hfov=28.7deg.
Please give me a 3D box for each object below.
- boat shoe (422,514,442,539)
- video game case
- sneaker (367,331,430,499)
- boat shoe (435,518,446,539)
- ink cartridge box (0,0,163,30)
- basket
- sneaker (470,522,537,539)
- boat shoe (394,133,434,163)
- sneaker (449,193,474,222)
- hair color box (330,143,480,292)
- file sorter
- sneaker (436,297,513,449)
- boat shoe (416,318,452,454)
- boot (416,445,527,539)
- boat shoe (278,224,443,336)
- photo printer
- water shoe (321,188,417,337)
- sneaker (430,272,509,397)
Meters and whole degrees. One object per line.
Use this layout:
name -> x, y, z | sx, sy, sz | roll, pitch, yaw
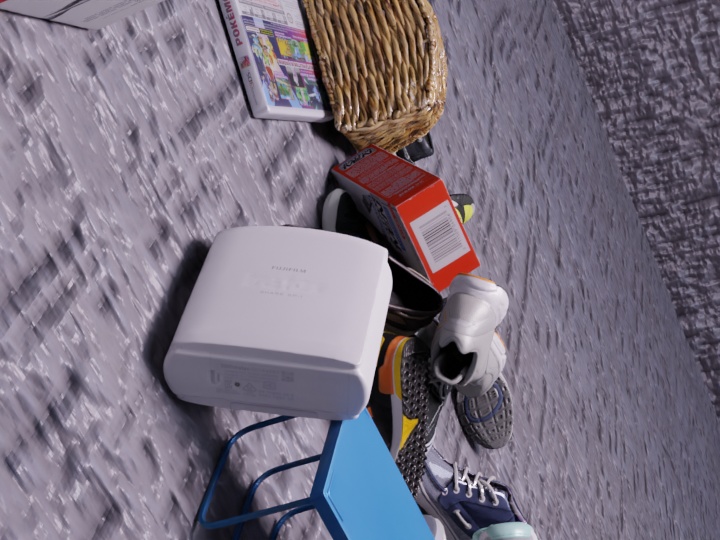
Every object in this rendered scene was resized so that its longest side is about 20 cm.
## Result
boat shoe -> 0.045, 0.324, 1.329 | 0.087, 0.074, 0.202 | 65, 25, -24
video game case -> -0.095, -0.251, 1.515 | 0.200, 0.023, 0.184 | -12, 85, -71
sneaker -> 0.015, 0.157, 1.402 | 0.070, 0.089, 0.202 | -14, 112, -58
boat shoe -> 0.085, 0.339, 1.431 | 0.075, 0.068, 0.201 | 51, 29, -43
ink cartridge box -> -0.237, -0.273, 1.063 | 0.200, 0.083, 0.146 | -7, 79, -69
basket -> 0.029, -0.249, 1.631 | 0.149, 0.141, 0.202 | 38, 36, -74
sneaker -> 0.149, 0.359, 1.460 | 0.201, 0.077, 0.141 | 97, -12, -51
boat shoe -> 0.059, -0.225, 1.842 | 0.076, 0.060, 0.202 | 37, 41, -58
sneaker -> 0.089, -0.054, 1.781 | 0.200, 0.075, 0.077 | -18, 98, -60
hair color box -> 0.046, -0.060, 1.528 | 0.112, 0.064, 0.200 | 63, -10, -23
file sorter -> -0.027, 0.226, 1.150 | 0.201, 0.122, 0.139 | 63, 22, -24
sneaker -> 0.151, 0.126, 1.783 | 0.087, 0.074, 0.202 | -12, 86, -75
boat shoe -> 0.066, 0.122, 1.525 | 0.073, 0.068, 0.200 | 33, 30, -10
boot -> 0.113, 0.238, 1.557 | 0.201, 0.090, 0.073 | 58, 25, -35
boat shoe -> 0.000, 0.000, 1.391 | 0.199, 0.073, 0.075 | 24, 59, -30
photo printer -> -0.060, 0.033, 1.168 | 0.201, 0.165, 0.070 | -75, 170, -55
water shoe -> 0.015, 0.002, 1.509 | 0.071, 0.078, 0.202 | 25, 51, -64
sneaker -> 0.099, 0.087, 1.422 | 0.092, 0.075, 0.201 | -60, 160, -27
